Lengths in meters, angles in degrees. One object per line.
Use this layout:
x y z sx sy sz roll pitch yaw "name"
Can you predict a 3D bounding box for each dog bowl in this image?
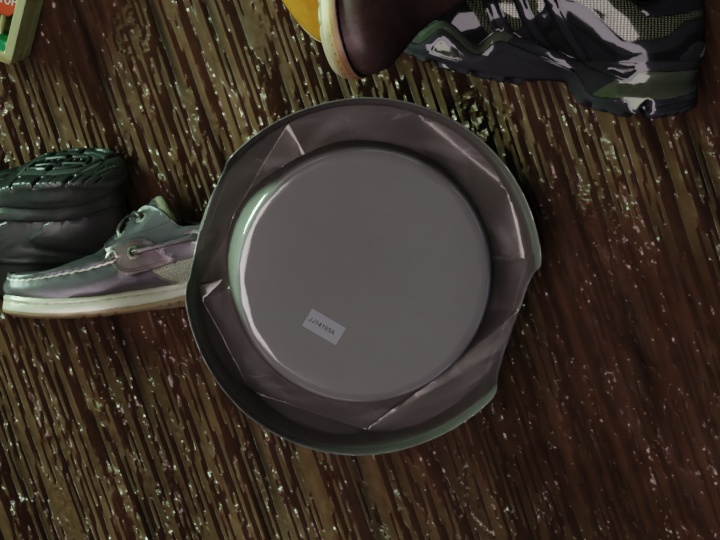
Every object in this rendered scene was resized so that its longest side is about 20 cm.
0.000 0.000 1.454 0.200 0.059 0.201 0 99 -3 "dog bowl"

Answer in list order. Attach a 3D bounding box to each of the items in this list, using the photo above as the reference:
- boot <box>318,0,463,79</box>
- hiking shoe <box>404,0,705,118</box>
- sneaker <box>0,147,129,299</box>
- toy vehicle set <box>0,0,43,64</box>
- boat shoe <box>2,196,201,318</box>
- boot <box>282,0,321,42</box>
0.079 -0.177 1.328 0.166 0.200 0.072 3 141 31 "boot"
0.095 -0.150 1.406 0.200 0.076 0.101 16 101 9 "hiking shoe"
-0.229 -0.020 1.570 0.200 0.076 0.091 -1 113 24 "sneaker"
-0.275 -0.216 1.547 0.200 0.027 0.124 22 114 14 "toy vehicle set"
-0.111 -0.011 1.509 0.200 0.072 0.065 -8 94 3 "boat shoe"
-0.064 -0.204 1.402 0.071 0.144 0.202 -13 102 26 "boot"
